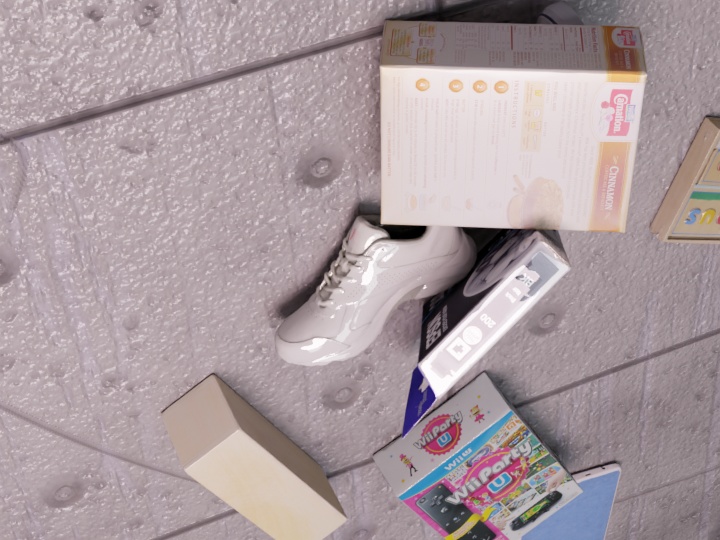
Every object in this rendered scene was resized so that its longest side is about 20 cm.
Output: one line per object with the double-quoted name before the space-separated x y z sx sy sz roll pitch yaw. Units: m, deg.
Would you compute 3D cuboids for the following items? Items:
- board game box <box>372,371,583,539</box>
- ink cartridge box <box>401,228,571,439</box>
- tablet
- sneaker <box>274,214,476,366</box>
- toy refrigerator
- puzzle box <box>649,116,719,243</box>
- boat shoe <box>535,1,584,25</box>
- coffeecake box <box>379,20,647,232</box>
"board game box" 0.126 0.214 1.443 0.147 0.064 0.200 -38 135 5
"ink cartridge box" 0.095 0.036 1.194 0.043 0.198 0.200 42 102 -5
"tablet" 0.237 0.311 1.624 0.130 0.014 0.200 -14 133 -19
"sneaker" 0.000 0.000 1.191 0.200 0.078 0.099 -37 130 -9
"toy refrigerator" -0.099 0.187 1.285 0.070 0.076 0.200 -37 136 4
"puzzle box" 0.392 -0.084 1.361 0.200 0.025 0.133 0 128 -29
"boat shoe" 0.162 -0.130 1.157 0.067 0.074 0.200 -29 137 -11
"coffeecake box" 0.116 -0.113 1.092 0.199 0.073 0.154 2 131 4
